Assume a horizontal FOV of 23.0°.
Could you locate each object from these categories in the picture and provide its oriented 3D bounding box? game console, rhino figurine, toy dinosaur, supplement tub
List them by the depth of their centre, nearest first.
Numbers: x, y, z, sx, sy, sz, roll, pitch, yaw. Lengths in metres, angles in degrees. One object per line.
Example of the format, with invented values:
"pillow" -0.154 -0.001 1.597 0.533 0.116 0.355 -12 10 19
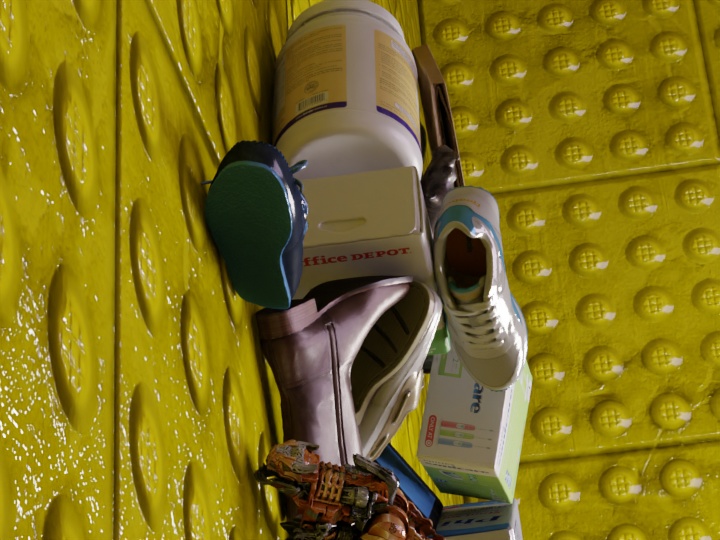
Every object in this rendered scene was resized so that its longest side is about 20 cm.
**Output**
"toy dinosaur" -0.002 0.212 1.417 0.200 0.136 0.102 42 29 -1
"supplement tub" -0.014 -0.156 1.726 0.146 0.144 0.201 76 9 -45
"rhino figurine" 0.056 -0.054 1.742 0.200 0.059 0.088 128 -31 -49
"game console" 0.052 0.165 1.864 0.200 0.118 0.173 -7 114 -85

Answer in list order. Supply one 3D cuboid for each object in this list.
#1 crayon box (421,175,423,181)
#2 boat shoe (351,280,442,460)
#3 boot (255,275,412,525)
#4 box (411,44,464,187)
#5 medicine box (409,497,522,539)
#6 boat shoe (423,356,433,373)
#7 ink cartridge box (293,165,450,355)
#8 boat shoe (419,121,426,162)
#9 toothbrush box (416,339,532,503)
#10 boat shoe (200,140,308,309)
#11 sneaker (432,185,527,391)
"crayon box" -0.002 -0.154 1.863 0.201 0.126 0.051 -95 166 -46
"boat shoe" 0.021 0.097 1.636 0.068 0.200 0.075 15 25 -43
"boot" -0.009 0.113 1.549 0.186 0.064 0.201 -18 101 -41
"box" 0.084 -0.138 1.845 0.200 0.021 0.164 -98 176 -72
"medicine box" 0.083 0.316 1.888 0.200 0.181 0.104 -4 86 -84
"boat shoe" 0.088 0.020 1.947 0.065 0.071 0.201 82 13 -44
"ink cartridge box" 0.000 0.000 1.667 0.200 0.144 0.084 74 11 -53
"boat shoe" 0.026 -0.093 1.883 0.201 0.070 0.071 -61 -168 -29
"toothbrush box" 0.122 0.151 1.852 0.200 0.086 0.146 62 37 -71
"boat shoe" -0.079 -0.046 1.355 0.200 0.084 0.069 99 8 -61
"sneaker" 0.105 0.028 1.643 0.081 0.076 0.201 -62 140 -61
